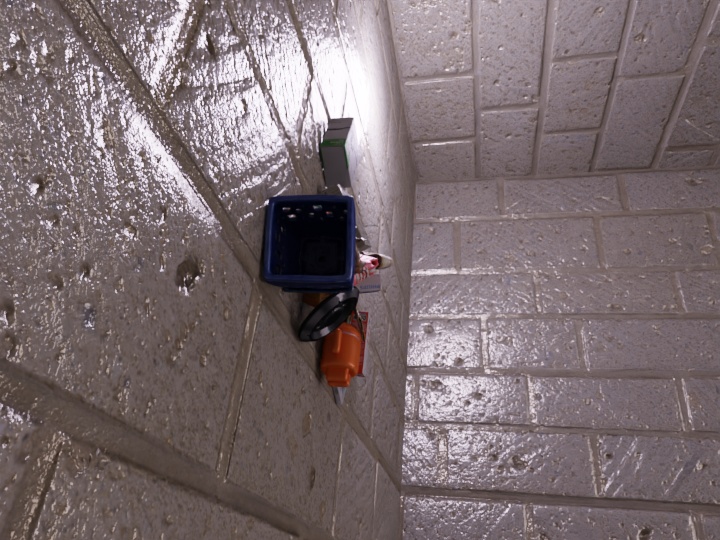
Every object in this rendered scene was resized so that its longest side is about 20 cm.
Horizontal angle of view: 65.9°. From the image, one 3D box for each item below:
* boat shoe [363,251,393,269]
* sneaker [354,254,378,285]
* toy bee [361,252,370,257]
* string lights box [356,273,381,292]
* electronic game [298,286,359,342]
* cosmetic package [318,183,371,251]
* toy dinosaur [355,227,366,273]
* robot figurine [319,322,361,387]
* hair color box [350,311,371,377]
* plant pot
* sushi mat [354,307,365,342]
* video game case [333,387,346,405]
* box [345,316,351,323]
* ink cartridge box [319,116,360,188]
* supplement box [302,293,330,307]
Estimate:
[{"bbox_3d":[0.036,-0.031,1.965,0.064,0.199,0.073,4,89,-36],"label":"boat shoe"},{"bbox_3d":[0.000,0.000,1.743,0.200,0.086,0.074,-54,140,-57],"label":"sneaker"},{"bbox_3d":[-0.013,-0.045,1.900,0.131,0.107,0.202,69,23,-63],"label":"toy bee"},{"bbox_3d":[0.017,0.048,1.929,0.200,0.102,0.060,119,-34,-86],"label":"string lights box"},{"bbox_3d":[-0.081,0.113,1.445,0.042,0.200,0.200,47,-1,19],"label":"electronic game"},{"bbox_3d":[-0.045,-0.148,1.659,0.202,0.073,0.103,67,10,7],"label":"cosmetic package"},{"bbox_3d":[-0.066,-0.066,1.558,0.136,0.199,0.086,-62,-178,21],"label":"toy dinosaur"},{"bbox_3d":[-0.058,0.241,1.641,0.143,0.116,0.202,33,48,-33],"label":"robot figurine"},{"bbox_3d":[-0.006,0.246,1.850,0.111,0.063,0.202,72,24,-73],"label":"hair color box"},{"bbox_3d":[-0.103,-0.047,1.274,0.180,0.198,0.202,71,20,-72],"label":"plant pot"},{"bbox_3d":[-0.013,0.129,1.725,0.201,0.012,0.097,-109,-172,-58],"label":"sushi mat"},{"bbox_3d":[-0.063,0.304,1.826,0.201,0.023,0.184,-74,159,-55],"label":"video game case"},{"bbox_3d":[-0.065,0.092,1.773,0.162,0.049,0.201,-83,167,-49],"label":"box"},{"bbox_3d":[-0.061,-0.374,1.750,0.201,0.083,0.147,-78,163,-48],"label":"ink cartridge box"},{"bbox_3d":[-0.098,-0.008,1.443,0.066,0.068,0.202,-13,116,-49],"label":"supplement box"}]
